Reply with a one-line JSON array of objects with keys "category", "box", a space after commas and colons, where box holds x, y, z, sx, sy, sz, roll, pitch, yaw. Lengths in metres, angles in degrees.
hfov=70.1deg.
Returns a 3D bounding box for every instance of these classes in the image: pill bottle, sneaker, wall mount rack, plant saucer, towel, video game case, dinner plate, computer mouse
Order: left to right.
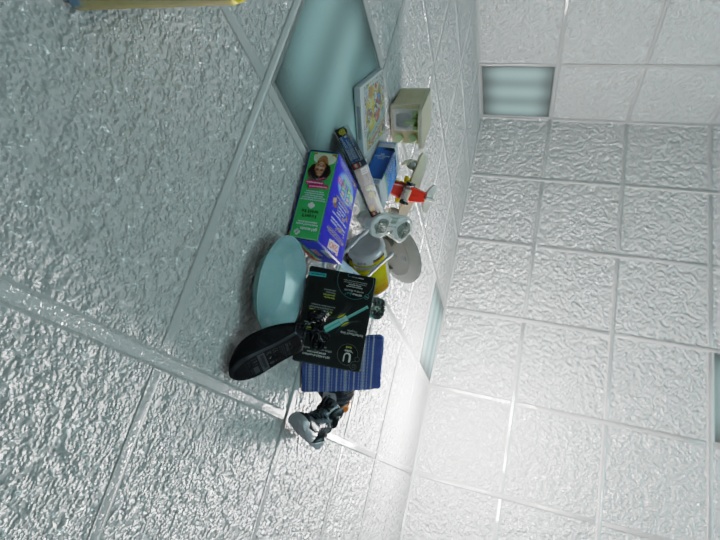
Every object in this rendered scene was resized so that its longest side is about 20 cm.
[{"category": "plant saucer", "box": [-0.164, 0.031, 0.997, 0.201, 0.038, 0.205, 7, 90, -72]}, {"category": "computer mouse", "box": [-0.153, 0.132, 0.936, 0.198, 0.053, 0.139, -25, 150, -20]}, {"category": "sneaker", "box": [-0.102, 0.345, 1.212, 0.114, 0.075, 0.201, -49, 155, -20]}, {"category": "pill bottle", "box": [-0.058, 0.263, 1.307, 0.106, 0.105, 0.203, -42, 136, -63]}, {"category": "towel", "box": [-0.042, 0.220, 1.228, 0.024, 0.196, 0.147, -118, -150, -71]}, {"category": "sneaker", "box": [-0.021, 0.094, 1.411, 0.199, 0.085, 0.079, 27, 69, -46]}, {"category": "wall mount rack", "box": [0.000, 0.000, 1.315, 0.200, 0.074, 0.176, 40, 61, -41]}, {"category": "pill bottle", "box": [0.027, -0.002, 1.453, 0.202, 0.108, 0.110, 78, 27, -45]}, {"category": "video game case", "box": [0.029, -0.439, 1.419, 0.201, 0.023, 0.184, -59, 151, -51]}, {"category": "sneaker", "box": [0.068, -0.136, 1.418, 0.199, 0.099, 0.079, 10, 111, -51]}, {"category": "dinner plate", "box": [0.113, -0.049, 1.602, 0.024, 0.199, 0.203, -28, 130, -33]}]

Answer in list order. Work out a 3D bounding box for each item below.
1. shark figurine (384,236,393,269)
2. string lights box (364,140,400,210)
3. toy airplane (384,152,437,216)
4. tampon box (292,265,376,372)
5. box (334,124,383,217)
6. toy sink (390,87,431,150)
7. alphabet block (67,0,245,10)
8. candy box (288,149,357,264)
[{"category": "shark figurine", "box": [0.044, -0.081, 1.570, 0.089, 0.128, 0.216, -29, 148, -37]}, {"category": "string lights box", "box": [0.063, -0.283, 1.530, 0.104, 0.058, 0.202, 77, 27, -48]}, {"category": "toy airplane", "box": [0.157, -0.262, 1.692, 0.200, 0.140, 0.200, -43, 142, -21]}, {"category": "tampon box", "box": [-0.057, 0.106, 1.130, 0.126, 0.147, 0.203, 119, -19, -84]}, {"category": "box", "box": [-0.001, -0.241, 1.269, 0.201, 0.039, 0.138, 63, 3, -60]}, {"category": "toy sink", "box": [0.160, -0.490, 1.659, 0.201, 0.110, 0.132, -69, 158, -48]}, {"category": "alphabet block", "box": [-0.184, -0.382, 0.509, 0.197, 0.197, 0.197, -62, 154, -46]}, {"category": "candy box", "box": [-0.077, -0.134, 1.136, 0.169, 0.076, 0.203, 49, 50, -69]}]
